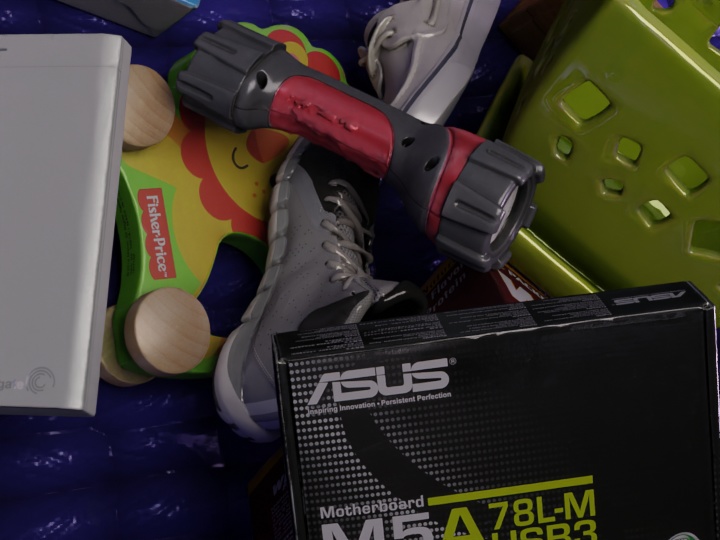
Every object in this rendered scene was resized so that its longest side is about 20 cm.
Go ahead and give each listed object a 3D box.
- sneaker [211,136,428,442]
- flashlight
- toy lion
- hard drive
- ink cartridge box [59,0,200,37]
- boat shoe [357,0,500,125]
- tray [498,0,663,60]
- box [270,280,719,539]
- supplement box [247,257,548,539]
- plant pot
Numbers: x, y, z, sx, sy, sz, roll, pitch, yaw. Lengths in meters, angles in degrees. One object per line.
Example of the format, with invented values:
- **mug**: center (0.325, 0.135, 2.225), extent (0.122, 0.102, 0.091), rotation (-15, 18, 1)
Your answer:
- **sneaker**: center (0.000, 0.000, 1.076), extent (0.075, 0.115, 0.200), rotation (34, 62, -36)
- **flashlight**: center (-0.004, -0.068, 1.046), extent (0.200, 0.068, 0.068), rotation (26, 77, 17)
- **toy lion**: center (-0.070, -0.042, 1.135), extent (0.191, 0.069, 0.201), rotation (-4, 82, -35)
- **hard drive**: center (-0.194, -0.026, 1.044), extent (0.131, 0.026, 0.201), rotation (1, 76, 13)
- **ink cartridge box**: center (-0.133, -0.250, 1.136), extent (0.116, 0.067, 0.201), rotation (20, 72, -23)
- **boat shoe**: center (0.032, -0.126, 1.160), extent (0.066, 0.072, 0.200), rotation (30, 38, -4)
- **tray**: center (0.185, -0.104, 1.248), extent (0.200, 0.099, 0.037), rotation (46, 63, -12)
- **box**: center (0.067, 0.112, 0.913), extent (0.199, 0.048, 0.194), rotation (-6, 109, -4)
- **supplement box**: center (0.055, 0.117, 1.042), extent (0.133, 0.200, 0.197), rotation (39, 99, -15)
- **plant pot**: center (0.172, -0.073, 1.113), extent (0.199, 0.182, 0.200), rotation (38, 35, -8)
